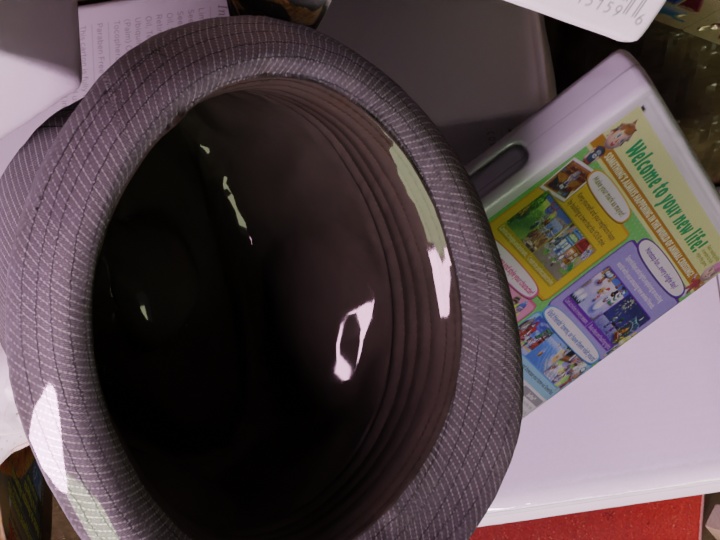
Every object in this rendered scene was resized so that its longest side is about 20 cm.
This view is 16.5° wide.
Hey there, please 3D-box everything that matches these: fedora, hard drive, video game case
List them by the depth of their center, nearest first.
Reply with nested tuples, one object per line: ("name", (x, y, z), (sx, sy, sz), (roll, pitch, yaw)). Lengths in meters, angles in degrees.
("fedora", (-0.046, 0.016, 0.770), (0.090, 0.177, 0.200), (11, 145, 49))
("video game case", (0.051, 0.012, 0.921), (0.182, 0.022, 0.200), (-37, 156, 5))
("hard drive", (0.078, 0.041, 1.073), (0.200, 0.132, 0.027), (-9, 158, 10))

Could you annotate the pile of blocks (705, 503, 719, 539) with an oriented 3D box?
("pile of blocks", (0.242, 0.138, 1.092), (0.200, 0.062, 0.082), (37, 162, -21))

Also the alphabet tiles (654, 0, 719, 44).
("alphabet tiles", (0.148, -0.128, 0.853), (0.200, 0.008, 0.167), (15, 151, -38))

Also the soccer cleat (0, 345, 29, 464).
("soccer cleat", (-0.116, 0.034, 0.898), (0.200, 0.085, 0.069), (0, 157, -7))

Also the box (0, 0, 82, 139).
("box", (-0.205, -0.082, 0.758), (0.152, 0.106, 0.200), (16, 149, -41))

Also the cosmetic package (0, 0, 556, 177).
("cosmetic package", (-0.029, -0.054, 0.908), (0.200, 0.071, 0.101), (-8, 157, 7))

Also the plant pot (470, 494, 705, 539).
("plant pot", (0.075, 0.106, 1.174), (0.176, 0.200, 0.200), (4, 158, 8))

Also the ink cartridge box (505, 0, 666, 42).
("ink cartridge box", (0.047, -0.162, 0.664), (0.200, 0.044, 0.174), (13, 118, -43))

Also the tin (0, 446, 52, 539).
("tin", (-0.174, 0.091, 1.166), (0.042, 0.112, 0.200), (-4, 157, -2))

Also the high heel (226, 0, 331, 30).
("high heel", (-0.075, -0.125, 0.715), (0.142, 0.071, 0.200), (-8, 141, -9))
